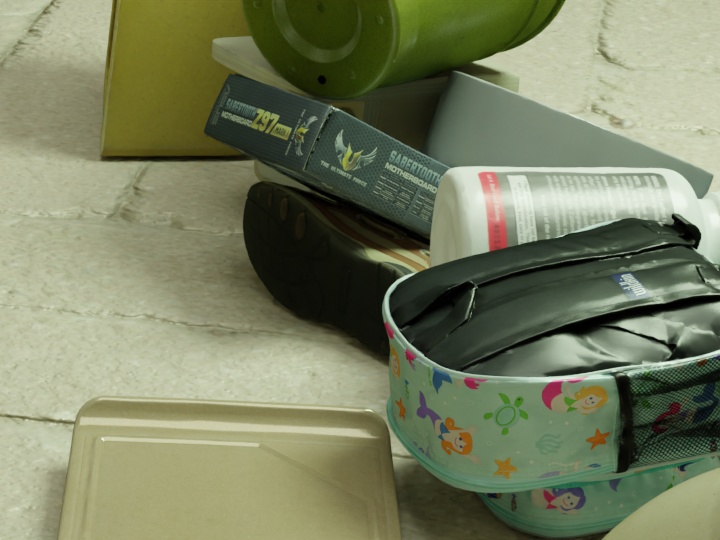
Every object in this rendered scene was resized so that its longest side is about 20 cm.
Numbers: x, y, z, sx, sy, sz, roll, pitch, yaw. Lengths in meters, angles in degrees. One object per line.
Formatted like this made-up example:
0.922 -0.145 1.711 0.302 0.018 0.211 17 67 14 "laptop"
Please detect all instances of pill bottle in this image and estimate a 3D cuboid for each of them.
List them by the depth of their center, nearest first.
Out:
0.149 -0.008 1.628 0.198 0.112 0.111 0 22 -9 "pill bottle"

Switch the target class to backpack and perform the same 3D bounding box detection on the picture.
0.112 0.060 1.485 0.199 0.152 0.178 -7 26 -20 "backpack"

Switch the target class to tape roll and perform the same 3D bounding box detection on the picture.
0.144 -0.074 1.841 0.199 0.067 0.200 21 4 -1 "tape roll"

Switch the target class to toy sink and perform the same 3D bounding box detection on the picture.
-0.003 -0.105 1.940 0.199 0.113 0.130 -7 23 -37 "toy sink"

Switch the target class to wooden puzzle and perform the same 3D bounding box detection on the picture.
-0.071 0.134 1.439 0.183 0.038 0.200 2 26 -3 "wooden puzzle"

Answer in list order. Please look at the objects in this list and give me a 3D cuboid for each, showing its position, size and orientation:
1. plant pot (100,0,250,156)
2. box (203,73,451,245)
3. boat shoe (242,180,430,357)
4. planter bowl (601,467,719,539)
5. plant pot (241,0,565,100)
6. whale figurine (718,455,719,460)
-0.096 -0.200 2.072 0.198 0.196 0.196 6 21 -6 "plant pot"
0.012 -0.062 1.769 0.199 0.051 0.157 25 0 -30 "box"
0.000 0.000 1.741 0.073 0.076 0.200 -8 32 -40 "boat shoe"
0.150 0.189 1.152 0.134 0.201 0.200 -17 12 26 "planter bowl"
0.019 -0.212 1.831 0.199 0.202 0.193 16 33 29 "plant pot"
0.272 0.056 1.585 0.158 0.105 0.200 13 23 23 "whale figurine"
